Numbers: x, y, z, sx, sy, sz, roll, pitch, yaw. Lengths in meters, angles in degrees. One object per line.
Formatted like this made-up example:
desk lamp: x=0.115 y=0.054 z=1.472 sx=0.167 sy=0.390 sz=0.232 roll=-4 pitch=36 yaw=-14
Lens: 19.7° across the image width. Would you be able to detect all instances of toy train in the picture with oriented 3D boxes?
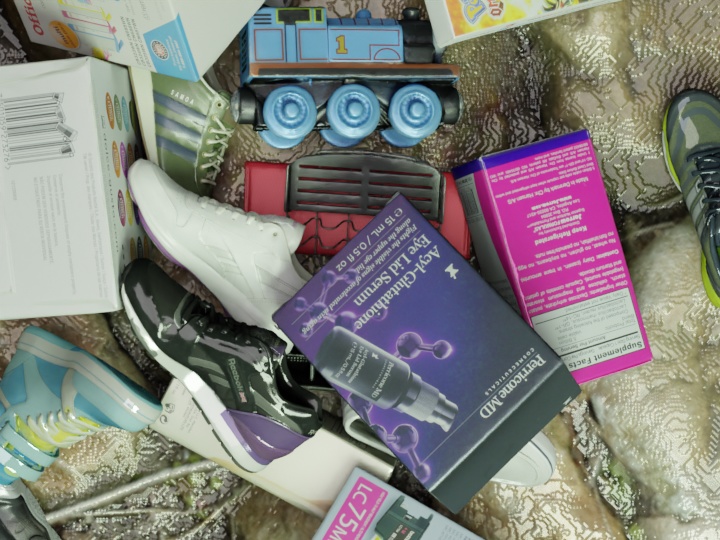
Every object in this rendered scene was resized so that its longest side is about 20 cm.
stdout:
toy train: x=-0.012 y=-0.163 z=1.734 sx=0.198 sy=0.087 sz=0.116 roll=-1 pitch=87 yaw=-9

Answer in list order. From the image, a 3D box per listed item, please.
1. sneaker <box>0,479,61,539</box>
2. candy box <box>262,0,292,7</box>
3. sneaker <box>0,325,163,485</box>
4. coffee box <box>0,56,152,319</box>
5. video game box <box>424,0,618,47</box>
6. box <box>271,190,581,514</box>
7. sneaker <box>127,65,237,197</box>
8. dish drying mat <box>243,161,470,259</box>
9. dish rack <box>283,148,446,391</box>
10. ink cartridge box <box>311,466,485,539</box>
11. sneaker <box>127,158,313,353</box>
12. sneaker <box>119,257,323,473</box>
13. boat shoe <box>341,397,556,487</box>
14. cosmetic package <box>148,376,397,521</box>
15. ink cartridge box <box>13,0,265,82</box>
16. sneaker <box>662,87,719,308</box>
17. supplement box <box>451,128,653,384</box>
sneaker: x=-0.317 y=0.250 z=1.771 sx=0.113 sy=0.075 sz=0.201 roll=-33 pitch=84 yaw=3
candy box: x=-0.118 y=-0.327 z=1.703 sx=0.199 sy=0.168 sz=0.072 roll=29 pitch=56 yaw=2
sneaker: x=-0.247 y=0.131 z=1.709 sx=0.079 sy=0.199 sz=0.131 roll=37 pitch=80 yaw=-34
coffee box: x=-0.288 y=-0.062 z=1.701 sx=0.198 sy=0.198 sz=0.202 roll=-5 pitch=91 yaw=4
video game box: x=0.123 y=-0.306 z=1.729 sx=0.181 sy=0.047 sz=0.202 roll=-17 pitch=90 yaw=-17
box: x=0.053 y=0.066 z=1.631 sx=0.148 sy=0.104 sz=0.200 roll=-45 pitch=69 yaw=-1
sneaker: x=-0.138 y=-0.122 z=1.758 sx=0.089 sy=0.067 sz=0.202 roll=-13 pitch=88 yaw=7
dish drying mat: x=-0.003 y=-0.051 z=1.780 sx=0.198 sy=0.018 sz=0.078 roll=3 pitch=92 yaw=3
dish rack: x=0.000 y=0.000 z=1.748 sx=0.152 sy=0.055 sz=0.202 roll=4 pitch=103 yaw=2
ink cartridge box: x=0.051 y=0.255 z=1.637 sx=0.199 sy=0.042 sz=0.120 roll=30 pitch=69 yaw=8
sneaker: x=-0.105 y=-0.028 z=1.699 sx=0.100 sy=0.075 sz=0.200 roll=-44 pitch=100 yaw=9
sneaker: x=-0.104 y=0.059 z=1.638 sx=0.087 sy=0.076 sz=0.201 roll=-31 pitch=107 yaw=24
boat shoe: x=0.072 y=0.148 z=1.732 sx=0.198 sy=0.066 sz=0.074 roll=20 pitch=130 yaw=-11
cosmetic package: x=-0.071 y=0.142 z=1.743 sx=0.199 sy=0.105 sz=0.072 roll=29 pitch=94 yaw=3
ink cartridge box: x=-0.196 y=-0.255 z=1.673 sx=0.198 sy=0.129 sz=0.126 roll=14 pitch=52 yaw=28
sneaker: x=0.307 y=-0.057 z=1.735 sx=0.073 sy=0.081 sz=0.202 roll=-19 pitch=90 yaw=2
supplement box: x=0.158 y=-0.005 z=1.724 sx=0.102 sy=0.101 sz=0.202 roll=-15 pitch=91 yaw=-11
